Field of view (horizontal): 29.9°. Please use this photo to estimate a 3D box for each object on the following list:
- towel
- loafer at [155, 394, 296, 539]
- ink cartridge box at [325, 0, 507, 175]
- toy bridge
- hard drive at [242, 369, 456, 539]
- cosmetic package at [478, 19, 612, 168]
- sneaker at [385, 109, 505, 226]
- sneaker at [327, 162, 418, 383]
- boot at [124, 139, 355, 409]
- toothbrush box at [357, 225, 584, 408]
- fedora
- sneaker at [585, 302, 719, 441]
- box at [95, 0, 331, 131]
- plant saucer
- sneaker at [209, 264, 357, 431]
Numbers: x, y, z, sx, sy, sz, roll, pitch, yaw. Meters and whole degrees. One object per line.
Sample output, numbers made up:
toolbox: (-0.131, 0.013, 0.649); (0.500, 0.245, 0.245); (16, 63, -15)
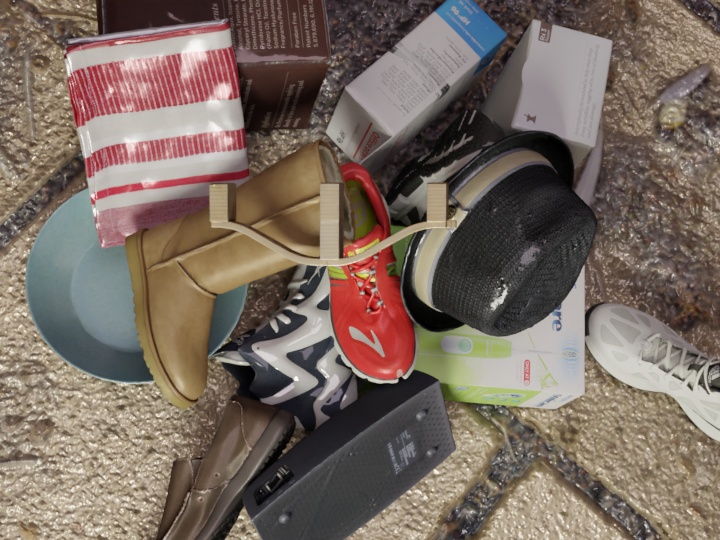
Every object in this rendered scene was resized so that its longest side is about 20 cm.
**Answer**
towel: (-0.171, -0.114, 1.170); (0.144, 0.201, 0.023); (-10, 35, -9)
loafer: (-0.137, 0.193, 1.178); (0.071, 0.073, 0.200); (35, 85, 11)
ink cartridge box: (0.037, -0.165, 1.292); (0.068, 0.116, 0.200); (46, 71, 5)
toy bridge: (-0.022, -0.038, 1.085); (0.199, 0.027, 0.068); (1, 93, 9)
hard drive: (-0.009, 0.176, 1.187); (0.200, 0.135, 0.042); (-35, 54, -14)
cosmetic package: (0.161, -0.136, 1.264); (0.081, 0.200, 0.113); (15, 73, -6)
sneaker: (0.091, -0.083, 1.242); (0.080, 0.200, 0.074); (34, 66, -9)
sneaker: (0.000, 0.000, 1.171); (0.077, 0.085, 0.201); (-13, 71, -1)
boot: (-0.096, 0.003, 1.140); (0.199, 0.066, 0.176); (-22, 73, 17)
toothbrush box: (0.103, 0.045, 1.264); (0.199, 0.086, 0.146); (6, 74, -10)
fedora: (0.131, -0.014, 1.138); (0.200, 0.201, 0.092); (-36, 52, -17)
sneaker: (0.311, 0.084, 1.276); (0.200, 0.115, 0.076); (34, 72, 0)
box: (-0.141, -0.230, 1.250); (0.199, 0.166, 0.165); (-3, 76, -12)
plant saucer: (-0.202, 0.012, 1.232); (0.200, 0.039, 0.202); (2, 69, -4)
sneaker: (-0.074, 0.048, 1.231); (0.129, 0.079, 0.200); (1, 85, -19)
